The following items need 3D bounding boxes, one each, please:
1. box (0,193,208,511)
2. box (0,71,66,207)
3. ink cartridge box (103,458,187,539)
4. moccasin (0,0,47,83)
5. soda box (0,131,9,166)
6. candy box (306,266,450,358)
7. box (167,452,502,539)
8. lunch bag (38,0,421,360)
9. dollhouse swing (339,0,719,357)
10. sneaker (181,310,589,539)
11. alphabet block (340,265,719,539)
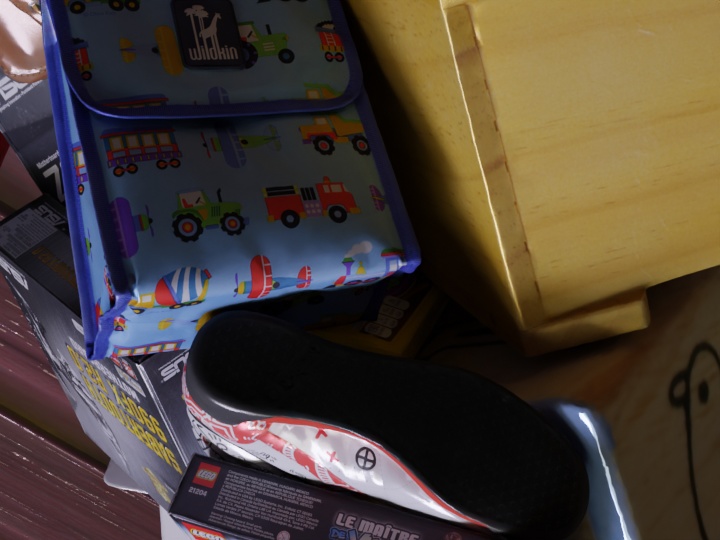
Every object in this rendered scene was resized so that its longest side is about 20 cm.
[{"bbox_3d":[-0.122,0.061,1.093,0.200,0.048,0.159,33,151,50],"label":"box"},{"bbox_3d":[-0.108,-0.079,1.092,0.199,0.049,0.162,-25,100,45],"label":"box"},{"bbox_3d":[-0.069,0.140,1.376,0.198,0.118,0.068,13,145,6],"label":"ink cartridge box"},{"bbox_3d":[-0.203,-0.187,0.999,0.077,0.074,0.202,-24,111,30],"label":"moccasin"},{"bbox_3d":[-0.316,-0.098,1.195,0.199,0.064,0.070,32,144,-22],"label":"soda box"},{"bbox_3d":[0.000,0.000,1.082,0.101,0.200,0.027,13,116,12],"label":"candy box"},{"bbox_3d":[0.013,0.150,0.957,0.198,0.035,0.110,13,154,24],"label":"box"},{"bbox_3d":[-0.072,-0.072,0.965,0.149,0.202,0.094,-7,162,-19],"label":"lunch bag"},{"bbox_3d":[0.113,-0.093,0.973,0.182,0.174,0.202,40,151,59],"label":"dollhouse swing"},{"bbox_3d":[0.008,0.084,0.954,0.200,0.068,0.108,21,159,0],"label":"sneaker"},{"bbox_3d":[0.112,0.109,1.067,0.195,0.200,0.197,-4,114,37],"label":"alphabet block"}]
